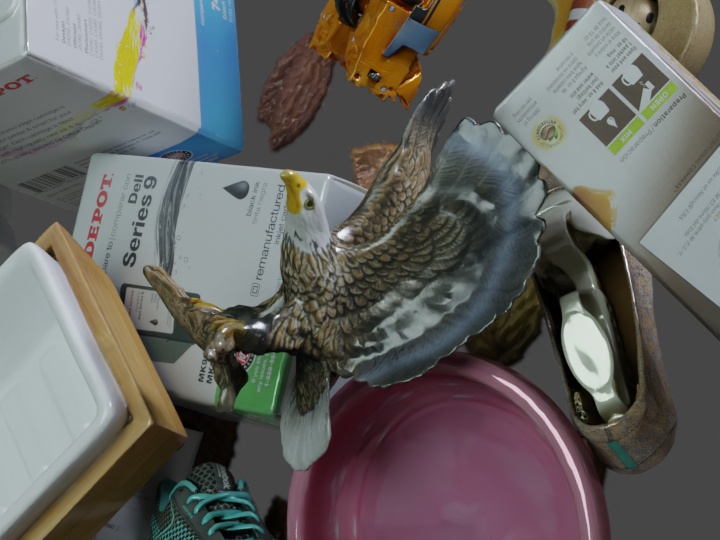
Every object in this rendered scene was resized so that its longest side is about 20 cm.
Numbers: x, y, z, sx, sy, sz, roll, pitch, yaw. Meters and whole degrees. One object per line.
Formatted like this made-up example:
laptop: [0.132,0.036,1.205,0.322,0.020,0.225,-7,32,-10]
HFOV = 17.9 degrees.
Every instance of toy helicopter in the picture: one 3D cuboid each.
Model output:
toy helicopter: [0.132,-0.159,1.274,0.132,0.079,0.200,-59,38,17]

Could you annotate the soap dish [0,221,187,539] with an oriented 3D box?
soap dish: [-0.198,0.097,1.339,0.200,0.081,0.158,-46,53,21]

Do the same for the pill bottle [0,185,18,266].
pill bottle: [-0.302,-0.069,1.555,0.114,0.114,0.200,-37,57,24]

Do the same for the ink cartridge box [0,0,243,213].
ink cartridge box: [-0.195,-0.145,1.438,0.146,0.200,0.147,-19,66,32]

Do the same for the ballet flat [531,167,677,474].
ballet flat: [0.123,0.010,1.226,0.068,0.067,0.201,-28,58,21]

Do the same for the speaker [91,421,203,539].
speaker: [-0.162,0.177,1.394,0.081,0.081,0.201,16,87,40]

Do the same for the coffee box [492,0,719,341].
coffee box: [0.170,-0.034,1.126,0.200,0.114,0.080,45,102,10]

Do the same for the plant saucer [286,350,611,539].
plant saucer: [0.052,0.143,1.235,0.200,0.051,0.201,0,90,35]

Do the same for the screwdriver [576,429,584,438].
screwdriver: [0.079,0.096,1.272,0.199,0.028,0.029,-17,38,26]

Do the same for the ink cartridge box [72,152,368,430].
ink cartridge box: [-0.085,0.014,1.380,0.200,0.084,0.146,7,80,39]

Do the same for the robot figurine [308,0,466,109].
robot figurine: [0.044,-0.200,1.345,0.200,0.058,0.145,-59,23,8]

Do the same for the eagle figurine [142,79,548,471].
eagle figurine: [-0.001,-0.004,1.211,0.200,0.151,0.152,-26,69,-11]

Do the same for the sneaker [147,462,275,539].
sneaker: [-0.083,0.154,1.289,0.200,0.077,0.092,170,100,-67]
